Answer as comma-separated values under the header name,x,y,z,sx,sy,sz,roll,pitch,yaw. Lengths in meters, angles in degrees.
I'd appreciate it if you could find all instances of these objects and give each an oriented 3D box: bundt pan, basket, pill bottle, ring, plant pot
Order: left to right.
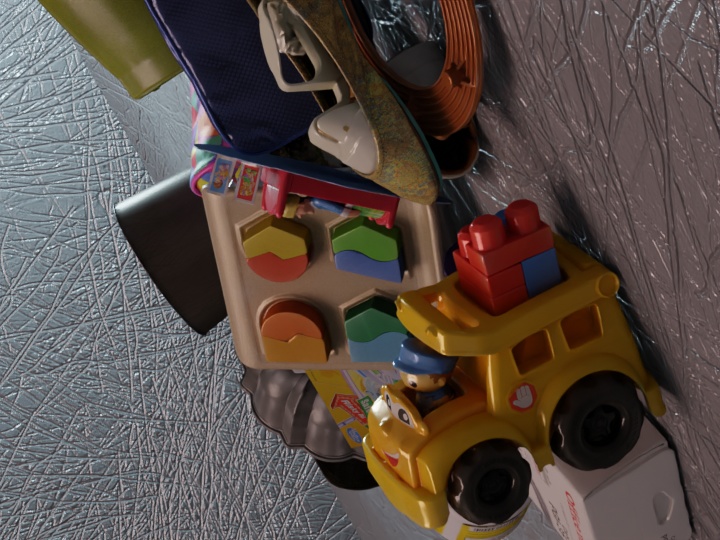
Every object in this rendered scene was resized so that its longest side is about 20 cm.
name,x,y,z,sx,sy,sz,roll,pitch,yaw
plant pot,-0.196,-0.263,1.824,0.194,0.200,0.200,57,171,-8
basket,-0.111,-0.052,2.010,0.136,0.199,0.180,61,-176,36
bundt pan,-0.014,0.070,1.913,0.202,0.201,0.076,53,160,25
ring,0.016,-0.180,1.376,0.201,0.019,0.201,47,153,34
pill bottle,0.112,0.206,2.023,0.115,0.114,0.200,55,170,13

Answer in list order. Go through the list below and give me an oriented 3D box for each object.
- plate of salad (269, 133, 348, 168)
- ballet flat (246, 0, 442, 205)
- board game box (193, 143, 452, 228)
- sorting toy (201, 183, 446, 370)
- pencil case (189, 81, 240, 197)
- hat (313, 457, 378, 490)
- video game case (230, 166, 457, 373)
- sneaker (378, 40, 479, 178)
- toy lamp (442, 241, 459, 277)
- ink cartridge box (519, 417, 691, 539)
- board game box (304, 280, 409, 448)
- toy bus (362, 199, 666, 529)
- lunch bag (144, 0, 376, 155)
name,x,y,z,sx,sy,sz,roll,pitch,yaw
plate of salad,-0.041,-0.086,1.868,0.200,0.048,0.201,41,-139,-49
ballet flat,-0.018,-0.122,1.401,0.201,0.070,0.071,61,171,5
board game box,-0.030,-0.055,1.558,0.199,0.039,0.158,16,-174,28
sorting toy,-0.025,0.012,1.683,0.037,0.198,0.186,-68,-25,-49
pencil case,-0.118,-0.153,1.913,0.089,0.088,0.201,70,-166,-54
hat,0.036,0.120,1.991,0.081,0.201,0.201,3,129,50
video game case,0.000,0.000,1.751,0.024,0.181,0.201,-68,-33,-49
sneaker,0.042,-0.091,1.526,0.085,0.073,0.200,58,170,12
toy lamp,0.111,0.051,1.701,0.058,0.058,0.201,50,165,38
ink cartridge box,0.159,0.128,1.608,0.200,0.082,0.147,50,168,39
board game box,0.009,0.055,1.753,0.201,0.134,0.034,60,-149,-28
toy bus,0.087,0.052,1.413,0.136,0.199,0.193,41,154,57
lunch bag,-0.078,-0.203,1.533,0.132,0.135,0.201,-97,-19,-69
